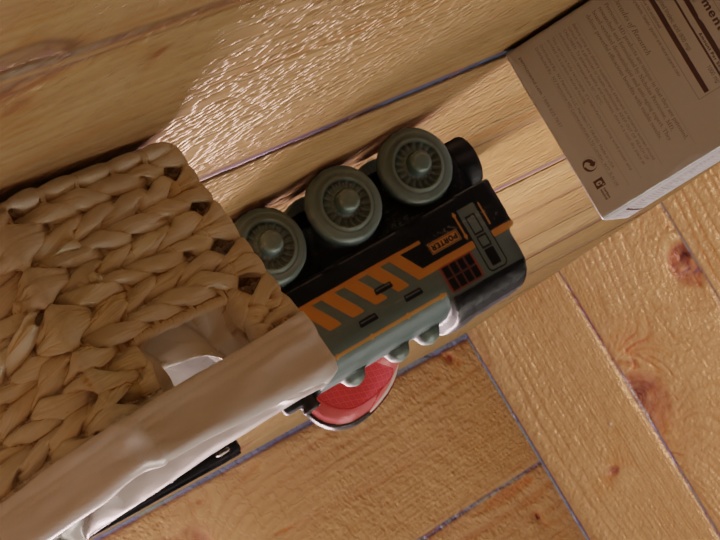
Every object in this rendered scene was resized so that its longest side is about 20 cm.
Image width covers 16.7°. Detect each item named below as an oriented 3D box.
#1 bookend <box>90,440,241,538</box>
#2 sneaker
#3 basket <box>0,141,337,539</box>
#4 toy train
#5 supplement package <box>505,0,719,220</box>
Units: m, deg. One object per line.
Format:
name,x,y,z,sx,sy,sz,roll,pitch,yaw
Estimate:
bookend,-0.106,0.081,1.679,0.198,0.092,0.200,-35,175,36
sneaker,0.012,0.017,1.724,0.201,0.073,0.087,-60,172,-22
basket,-0.134,0.049,1.025,0.200,0.124,0.135,-34,175,38
toy train,0.000,0.000,1.397,0.199,0.114,0.085,-29,174,-23
supplement package,0.200,-0.126,1.381,0.199,0.110,0.114,-32,175,11
